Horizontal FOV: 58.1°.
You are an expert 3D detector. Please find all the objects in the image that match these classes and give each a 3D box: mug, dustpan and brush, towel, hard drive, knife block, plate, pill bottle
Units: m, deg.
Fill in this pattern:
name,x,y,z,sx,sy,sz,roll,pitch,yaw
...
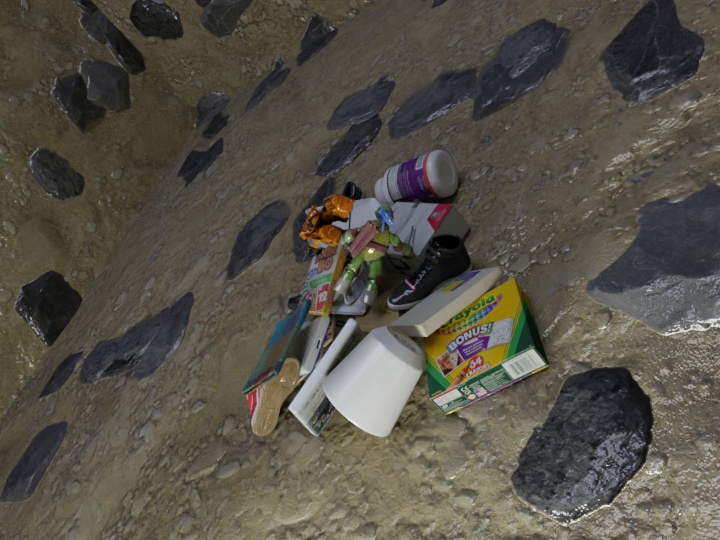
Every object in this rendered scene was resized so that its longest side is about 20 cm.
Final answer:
name,x,y,z,sx,sy,sz,roll,pitch,yaw
mug,0.026,0.173,1.157,0.154,0.149,0.187,-54,45,10
dustpan and brush,0.000,0.000,1.414,0.139,0.057,0.201,-2,46,49
towel,-0.174,0.160,1.367,0.146,0.022,0.201,-38,20,44
hard drive,-0.141,0.180,1.459,0.199,0.025,0.133,-27,39,55
knife block,0.024,0.125,1.348,0.175,0.064,0.201,-35,32,18
plate,-0.026,-0.124,1.667,0.197,0.033,0.200,-12,31,-13
pill bottle,0.133,-0.214,1.584,0.198,0.112,0.113,-14,41,43

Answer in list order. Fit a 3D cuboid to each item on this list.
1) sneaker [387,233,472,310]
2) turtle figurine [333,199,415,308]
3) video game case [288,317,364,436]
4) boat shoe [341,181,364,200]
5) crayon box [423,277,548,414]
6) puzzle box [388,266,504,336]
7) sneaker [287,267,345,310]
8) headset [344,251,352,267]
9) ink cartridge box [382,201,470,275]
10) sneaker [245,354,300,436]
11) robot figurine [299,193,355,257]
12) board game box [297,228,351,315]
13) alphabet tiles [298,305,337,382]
name,x,y,z,sx,sy,sz,roll,pitch,yaw
sneaker,0.129,-0.004,1.286,0.198,0.100,0.071,-30,42,-11
turtle figurine,0.030,-0.032,1.332,0.196,0.142,0.200,-68,16,1
video game case,-0.053,0.208,1.244,0.023,0.182,0.201,28,71,22
boat shoe,-0.049,-0.161,1.793,0.074,0.062,0.201,-5,48,46
crayon box,0.207,0.129,1.121,0.199,0.058,0.174,-31,32,22
puzzle box,0.158,0.058,1.203,0.199,0.026,0.133,-34,7,-22
sneaker,-0.088,0.036,1.519,0.197,0.076,0.116,-11,87,31
headset,-0.036,-0.024,1.576,0.199,0.094,0.124,-36,29,37
ink cartridge box,0.123,-0.071,1.447,0.199,0.083,0.146,11,61,55
sneaker,-0.195,0.244,1.405,0.202,0.070,0.113,-64,29,19
robot figurine,-0.077,-0.103,1.393,0.200,0.058,0.147,-4,63,69
board game box,-0.077,-0.001,1.436,0.095,0.030,0.202,-1,65,49
alphabet tiles,-0.111,0.169,1.457,0.200,0.007,0.168,-46,24,36
